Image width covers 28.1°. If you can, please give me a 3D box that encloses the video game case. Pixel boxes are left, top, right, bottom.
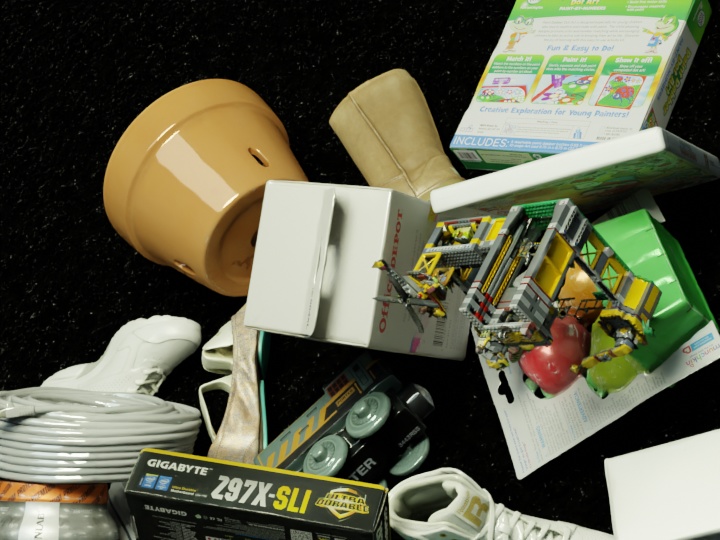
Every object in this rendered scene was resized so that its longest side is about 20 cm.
[{"bbox_3d":[0.184,-0.072,1.207,0.199,0.182,0.023,-15,80,26],"label":"video game case"}]

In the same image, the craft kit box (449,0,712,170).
[{"bbox_3d":[0.207,-0.182,1.362,0.199,0.049,0.198,8,66,39],"label":"craft kit box"}]

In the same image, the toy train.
[{"bbox_3d":[-0.023,0.161,1.249,0.200,0.085,0.114,-44,31,4],"label":"toy train"}]

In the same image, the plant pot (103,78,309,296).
[{"bbox_3d":[-0.133,-0.069,1.420,0.200,0.200,0.140,-46,54,-3],"label":"plant pot"}]

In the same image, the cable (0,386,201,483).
[{"bbox_3d":[-0.245,0.149,1.300,0.199,0.200,0.070,5,90,-3],"label":"cable"}]

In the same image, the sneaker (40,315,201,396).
[{"bbox_3d":[-0.232,0.123,1.436,0.200,0.078,0.100,-35,52,20],"label":"sneaker"}]

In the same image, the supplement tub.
[{"bbox_3d":[-0.273,0.285,1.252,0.122,0.122,0.201,-3,83,34],"label":"supplement tub"}]

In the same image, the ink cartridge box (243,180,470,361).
[{"bbox_3d":[0.000,0.000,1.214,0.125,0.200,0.129,6,86,31],"label":"ink cartridge box"}]

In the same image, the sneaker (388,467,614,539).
[{"bbox_3d":[0.110,0.206,1.089,0.199,0.116,0.074,1,57,34],"label":"sneaker"}]

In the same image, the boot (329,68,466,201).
[{"bbox_3d":[0.010,-0.094,1.426,0.174,0.066,0.200,-27,46,0],"label":"boot"}]

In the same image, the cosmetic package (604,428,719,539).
[{"bbox_3d":[0.284,0.163,1.002,0.199,0.113,0.081,-16,50,22],"label":"cosmetic package"}]

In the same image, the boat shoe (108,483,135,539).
[{"bbox_3d":[-0.184,0.266,1.298,0.067,0.073,0.200,-58,36,14],"label":"boat shoe"}]

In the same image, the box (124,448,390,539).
[{"bbox_3d":[-0.076,0.221,1.128,0.199,0.160,0.049,7,44,12],"label":"box"}]

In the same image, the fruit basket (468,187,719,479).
[{"bbox_3d":[0.189,0.053,1.186,0.200,0.094,0.186,-41,41,25],"label":"fruit basket"}]

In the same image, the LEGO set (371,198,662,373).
[{"bbox_3d":[0.114,0.035,1.081,0.199,0.154,0.116,2,53,43],"label":"LEGO set"}]

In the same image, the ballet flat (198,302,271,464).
[{"bbox_3d":[-0.118,0.099,1.356,0.067,0.068,0.201,0,50,-1],"label":"ballet flat"}]
